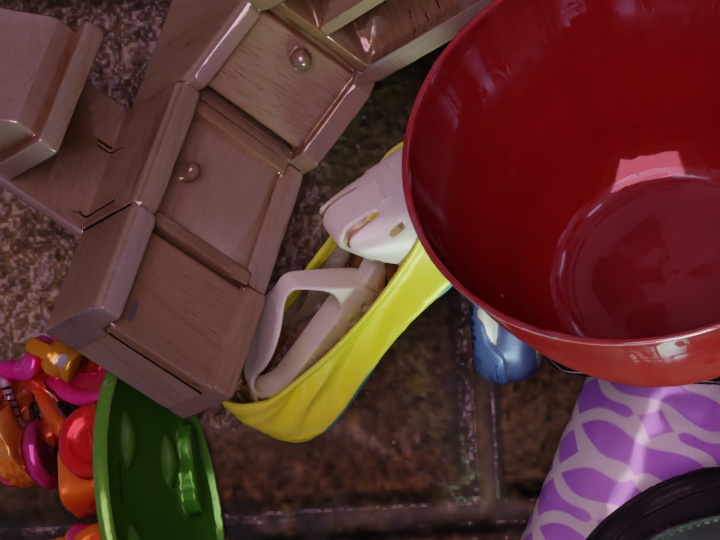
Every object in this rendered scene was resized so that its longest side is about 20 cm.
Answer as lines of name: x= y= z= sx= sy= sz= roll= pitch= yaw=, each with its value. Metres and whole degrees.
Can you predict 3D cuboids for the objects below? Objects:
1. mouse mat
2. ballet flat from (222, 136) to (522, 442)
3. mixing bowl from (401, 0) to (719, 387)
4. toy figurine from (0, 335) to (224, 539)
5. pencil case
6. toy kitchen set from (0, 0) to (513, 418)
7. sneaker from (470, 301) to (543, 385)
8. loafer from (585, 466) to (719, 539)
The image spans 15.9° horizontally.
mouse mat: x=0.166 y=-0.047 z=1.153 sx=0.160 sy=0.008 sz=0.201 roll=4 pitch=79 yaw=7
ballet flat: x=0.000 y=0.000 z=1.175 sx=0.200 sy=0.067 sz=0.067 roll=-54 pitch=42 yaw=25
mixing bowl: x=0.125 y=-0.028 z=1.081 sx=0.199 sy=0.109 sz=0.201 roll=-7 pitch=56 yaw=11
toy figurine: x=-0.175 y=0.101 z=1.200 sx=0.183 sy=0.150 sz=0.201 roll=-10 pitch=73 yaw=15
pencil case: x=0.138 y=0.078 z=1.188 sx=0.085 sy=0.084 sz=0.201 roll=25 pitch=90 yaw=-30
toy kitchen set: x=-0.064 y=-0.080 z=1.106 sx=0.163 sy=0.180 sz=0.201 roll=34 pitch=54 yaw=-25
sneaker: x=0.109 y=-0.039 z=1.198 sx=0.088 sy=0.075 sz=0.201 roll=16 pitch=89 yaw=6
loafer: x=0.185 y=0.123 z=1.135 sx=0.200 sy=0.070 sz=0.068 roll=-8 pitch=114 yaw=-30
